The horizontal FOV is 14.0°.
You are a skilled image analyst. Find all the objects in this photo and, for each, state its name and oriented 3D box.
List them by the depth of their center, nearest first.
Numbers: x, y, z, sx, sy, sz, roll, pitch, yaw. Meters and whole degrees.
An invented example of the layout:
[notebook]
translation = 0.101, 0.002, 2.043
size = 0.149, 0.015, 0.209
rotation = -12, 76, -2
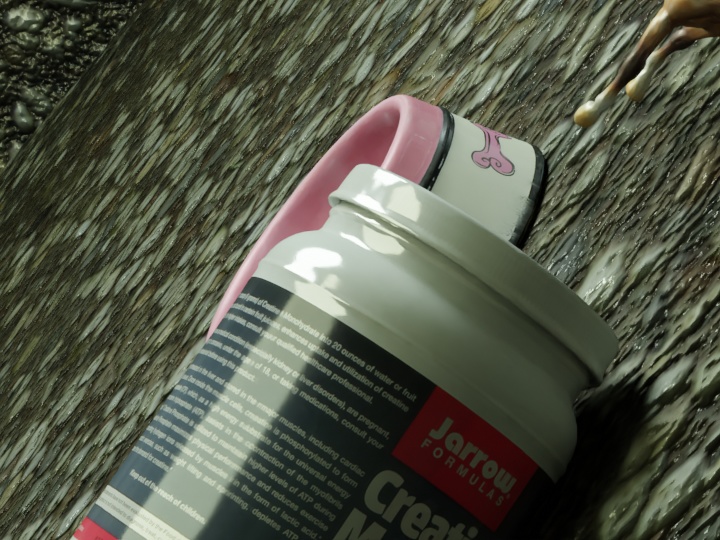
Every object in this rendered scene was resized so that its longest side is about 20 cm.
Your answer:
[supplement tub]
translation = -0.008, 0.076, 1.101
size = 0.200, 0.140, 0.140
rotation = -55, 13, -6
[horse figurine]
translation = 0.159, -0.138, 1.272
size = 0.133, 0.050, 0.200
rotation = -42, 17, 45
[dog bowl]
translation = 0.000, 0.000, 1.431
size = 0.200, 0.074, 0.200
rotation = -51, 13, 16
